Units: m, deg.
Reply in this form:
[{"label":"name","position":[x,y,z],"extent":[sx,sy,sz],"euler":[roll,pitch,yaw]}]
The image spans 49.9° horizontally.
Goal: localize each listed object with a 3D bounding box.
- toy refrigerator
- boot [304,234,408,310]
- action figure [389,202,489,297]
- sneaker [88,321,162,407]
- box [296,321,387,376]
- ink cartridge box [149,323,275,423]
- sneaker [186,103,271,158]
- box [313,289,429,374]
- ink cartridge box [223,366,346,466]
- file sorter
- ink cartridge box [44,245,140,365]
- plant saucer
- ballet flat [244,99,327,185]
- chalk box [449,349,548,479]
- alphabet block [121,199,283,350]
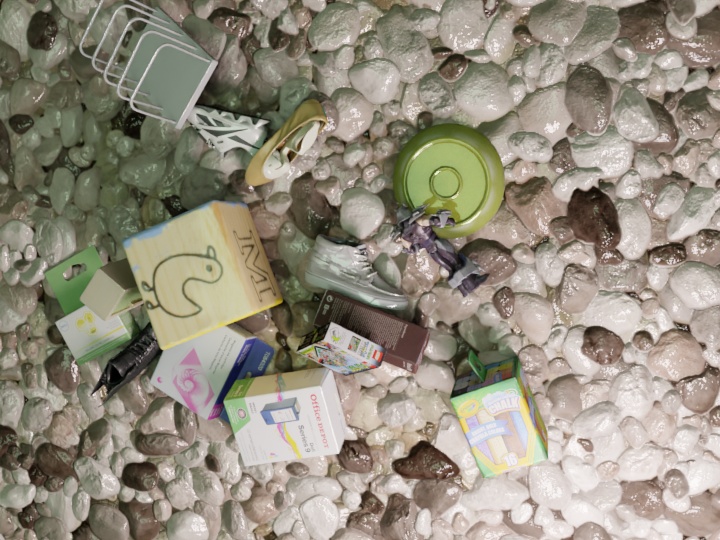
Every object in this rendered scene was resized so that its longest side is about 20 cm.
[{"label":"toy refrigerator","position":[-0.424,0.025,1.437],"extent":[0.070,0.200,0.076],"euler":[39,107,3]},{"label":"boot","position":[0.000,0.000,1.391],"extent":[0.198,0.074,0.097],"euler":[18,102,6]},{"label":"action figure","position":[0.130,-0.043,1.333],"extent":[0.200,0.069,0.130],"euler":[46,151,-2]},{"label":"sneaker","position":[-0.450,0.176,1.525],"extent":[0.060,0.104,0.200],"euler":[43,108,3]},{"label":"box","position":[-0.038,0.141,1.360],"extent":[0.109,0.200,0.035],"euler":[27,72,-10]},{"label":"ink cartridge box","position":[-0.294,0.188,1.522],"extent":[0.199,0.043,0.198],"euler":[30,107,8]},{"label":"sneaker","position":[-0.266,-0.253,1.405],"extent":[0.198,0.074,0.090],"euler":[16,103,11]},{"label":"box","position":[0.021,0.111,1.386],"extent":[0.198,0.100,0.076],"euler":[19,76,10]},{"label":"ink cartridge box","position":[-0.140,0.276,1.466],"extent":[0.197,0.088,0.147],"euler":[-10,107,12]},{"label":"file sorter","position":[-0.375,-0.370,1.345],"extent":[0.200,0.124,0.139],"euler":[45,110,28]},{"label":"ink cartridge box","position":[-0.553,0.072,1.561],"extent":[0.144,0.048,0.202],"euler":[-26,97,18]},{"label":"plant saucer","position":[0.150,-0.152,1.343],"extent":[0.197,0.031,0.203],"euler":[3,102,14]},{"label":"ballet flat","position":[-0.133,-0.216,1.376],"extent":[0.200,0.068,0.063],"euler":[-49,54,18]},{"label":"chalk box","position":[0.238,0.233,1.352],"extent":[0.123,0.124,0.202],"euler":[-20,97,18]},{"label":"alphabet block","position":[-0.275,0.005,1.378],"extent":[0.193,0.196,0.202],"euler":[-22,89,11]}]
